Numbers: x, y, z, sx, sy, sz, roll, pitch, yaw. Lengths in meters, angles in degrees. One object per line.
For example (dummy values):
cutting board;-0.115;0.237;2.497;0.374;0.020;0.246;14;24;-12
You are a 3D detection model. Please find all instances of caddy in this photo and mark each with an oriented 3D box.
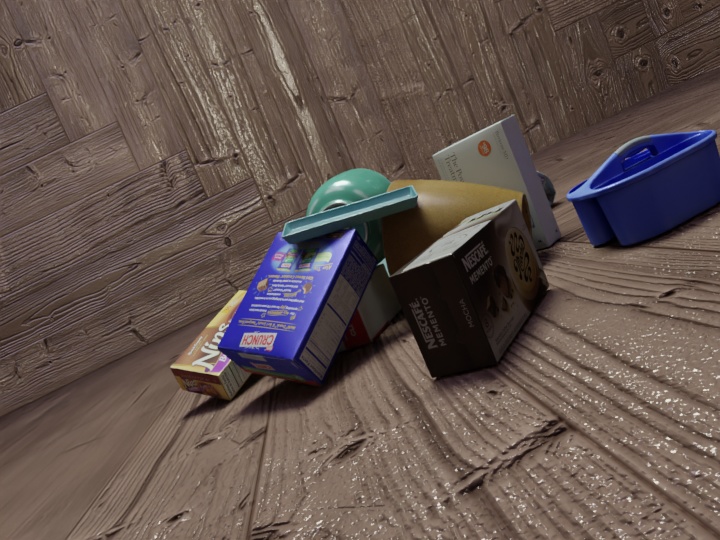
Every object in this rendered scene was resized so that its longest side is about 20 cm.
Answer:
caddy;0.360;-0.114;0.754;0.195;0.108;0.141;-26;7;-9

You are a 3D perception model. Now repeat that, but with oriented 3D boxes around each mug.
mug;-0.013;-0.060;0.947;0.147;0.192;0.114;5;17;16

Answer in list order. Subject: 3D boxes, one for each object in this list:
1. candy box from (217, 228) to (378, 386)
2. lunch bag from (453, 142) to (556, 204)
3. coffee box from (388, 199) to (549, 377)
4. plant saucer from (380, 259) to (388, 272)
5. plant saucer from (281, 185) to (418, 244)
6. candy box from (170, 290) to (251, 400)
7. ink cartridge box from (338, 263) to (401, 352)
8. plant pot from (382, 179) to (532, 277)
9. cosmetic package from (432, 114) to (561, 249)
candy box;-0.087;0.046;0.828;0.166;0.077;0.204;1;55;42
lunch bag;0.299;-0.184;1.274;0.194;0.131;0.170;5;22;-24
coffee box;0.126;0.013;0.640;0.078;0.116;0.199;-19;8;37
plant saucer;0.000;0.000;1.068;0.197;0.208;0.038;-20;-27;38
plant saucer;-0.014;-0.077;0.832;0.193;0.020;0.070;-15;20;3
candy box;-0.212;0.119;1.001;0.114;0.058;0.201;2;37;32
ink cartridge box;-0.052;0.076;0.950;0.196;0.086;0.144;-22;8;28
plant pot;0.154;-0.053;0.894;0.194;0.193;0.186;-5;14;25
cosmetic package;0.217;-0.123;0.958;0.051;0.205;0.149;-30;8;-41
